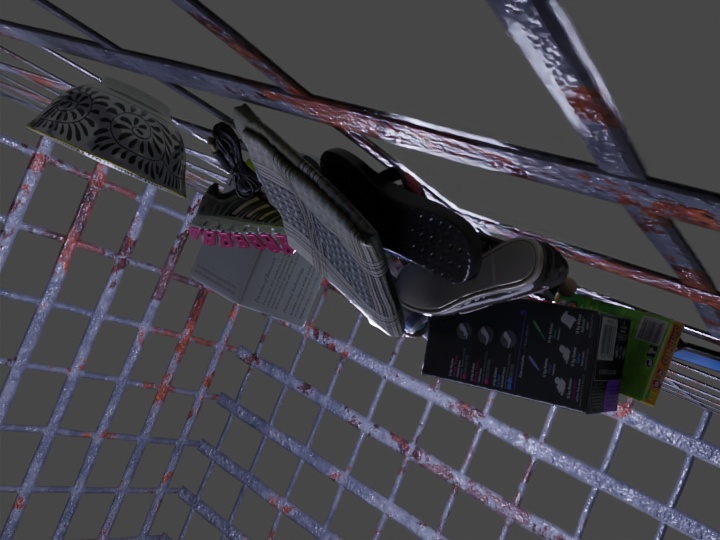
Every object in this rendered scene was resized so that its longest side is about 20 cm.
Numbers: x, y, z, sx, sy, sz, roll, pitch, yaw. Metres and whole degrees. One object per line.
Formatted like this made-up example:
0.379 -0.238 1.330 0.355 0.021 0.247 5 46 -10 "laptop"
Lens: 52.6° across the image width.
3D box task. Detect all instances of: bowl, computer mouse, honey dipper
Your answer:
-0.286 -0.170 0.882 0.198 0.096 0.201 24 179 1 "bowl"
-0.082 -0.105 0.797 0.198 0.044 0.110 22 152 36 "computer mouse"
0.180 0.004 0.889 0.038 0.039 0.199 24 177 -36 "honey dipper"

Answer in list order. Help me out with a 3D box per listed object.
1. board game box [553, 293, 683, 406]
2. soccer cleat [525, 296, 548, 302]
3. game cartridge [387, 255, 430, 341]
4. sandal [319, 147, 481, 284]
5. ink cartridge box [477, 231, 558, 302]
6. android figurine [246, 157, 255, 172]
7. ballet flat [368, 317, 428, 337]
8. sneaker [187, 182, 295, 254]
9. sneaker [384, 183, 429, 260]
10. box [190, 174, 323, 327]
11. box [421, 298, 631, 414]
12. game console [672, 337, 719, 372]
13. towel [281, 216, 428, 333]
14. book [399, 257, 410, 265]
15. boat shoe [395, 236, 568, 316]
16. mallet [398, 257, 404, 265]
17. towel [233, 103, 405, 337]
0.292 0.087 0.881 0.030 0.097 0.199 22 180 -26 "board game box"
0.176 0.018 1.007 0.200 0.073 0.068 45 176 37 "soccer cleat"
0.059 0.012 1.103 0.201 0.040 0.134 54 -173 -38 "game cartridge"
0.035 -0.051 0.633 0.045 0.076 0.199 -28 -135 -32 "sandal"
0.122 -0.022 0.818 0.197 0.040 0.099 21 178 28 "ink cartridge box"
-0.062 -0.100 0.948 0.198 0.042 0.181 25 179 40 "android figurine"
0.019 0.031 0.979 0.067 0.068 0.200 -21 -126 -30 "ballet flat"
-0.131 -0.077 0.980 0.196 0.089 0.074 5 161 7 "sneaker"
0.032 -0.043 0.759 0.088 0.080 0.199 27 177 -29 "sneaker"
-0.151 -0.043 1.173 0.129 0.203 0.198 23 179 -37 "box"
0.187 0.087 0.828 0.197 0.108 0.121 8 177 36 "box"
0.403 0.145 0.937 0.117 0.175 0.200 52 -173 18 "game console"
0.000 0.000 0.858 0.199 0.024 0.147 40 -171 6 "towel"
0.084 -0.008 1.004 0.135 0.048 0.200 54 -178 7 "book"
0.117 0.012 0.733 0.056 0.068 0.198 16 161 -37 "boat shoe"
0.150 0.017 1.190 0.197 0.067 0.041 23 -178 17 "mallet"
-0.039 -0.038 0.678 0.200 0.034 0.193 45 169 26 "towel"
